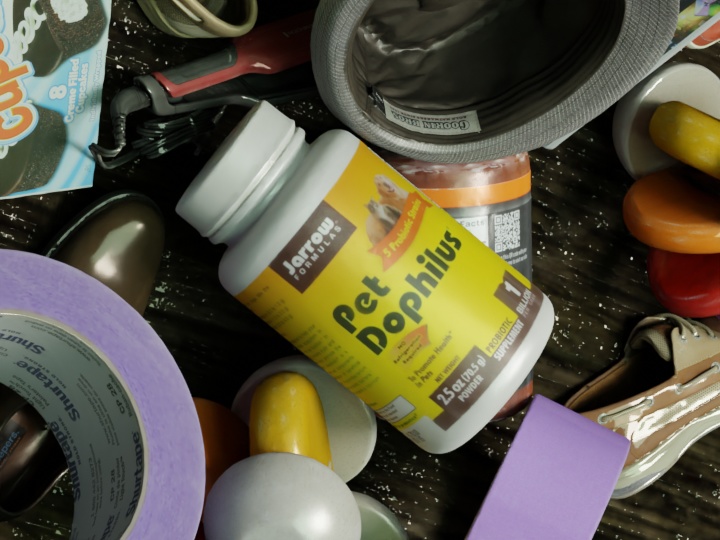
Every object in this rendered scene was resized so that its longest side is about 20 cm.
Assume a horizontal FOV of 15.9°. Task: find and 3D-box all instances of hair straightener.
[{"bbox_3d":[-0.078,-0.087,1.421,0.200,0.041,0.077,-29,150,-47],"label":"hair straightener"}]

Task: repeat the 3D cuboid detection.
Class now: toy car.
[{"bbox_3d":[0.248,-0.033,1.608,0.199,0.175,0.151,12,104,-36],"label":"toy car"},{"bbox_3d":[-0.058,0.157,1.438,0.149,0.175,0.201,-11,112,10],"label":"toy car"}]

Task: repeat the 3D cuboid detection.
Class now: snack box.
[{"bbox_3d":[-0.186,-0.132,1.330,0.116,0.037,0.201,-10,122,-33],"label":"snack box"}]

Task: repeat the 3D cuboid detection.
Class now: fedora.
[{"bbox_3d":[0.066,-0.151,1.390,0.200,0.091,0.177,-37,127,23],"label":"fedora"}]

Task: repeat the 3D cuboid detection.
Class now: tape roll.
[{"bbox_3d":[-0.181,0.097,1.258,0.199,0.085,0.201,14,63,-28],"label":"tape roll"},{"bbox_3d":[0.088,0.176,1.516,0.065,0.200,0.201,25,82,4],"label":"tape roll"}]

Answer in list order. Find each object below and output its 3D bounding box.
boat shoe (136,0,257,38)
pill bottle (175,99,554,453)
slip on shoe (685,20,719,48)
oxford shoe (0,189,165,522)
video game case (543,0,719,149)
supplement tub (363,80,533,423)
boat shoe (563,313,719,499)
[{"bbox_3d":[-0.116,-0.210,1.380,0.071,0.064,0.200,-46,121,-19],"label":"boat shoe"},{"bbox_3d":[0.000,0.000,1.399,0.200,0.109,0.109,39,75,-8],"label":"pill bottle"},{"bbox_3d":[0.271,-0.206,1.657,0.200,0.061,0.074,-33,118,-25],"label":"slip on shoe"},{"bbox_3d":[-0.152,0.050,1.393,0.073,0.084,0.201,33,78,-33],"label":"oxford shoe"},{"bbox_3d":[0.114,-0.161,1.494,0.181,0.200,0.023,24,42,-35],"label":"video game case"},{"bbox_3d":[0.048,-0.016,1.505,0.107,0.107,0.201,-10,105,-33],"label":"supplement tub"},{"bbox_3d":[0.206,0.063,1.655,0.200,0.076,0.072,-40,117,-25],"label":"boat shoe"}]
